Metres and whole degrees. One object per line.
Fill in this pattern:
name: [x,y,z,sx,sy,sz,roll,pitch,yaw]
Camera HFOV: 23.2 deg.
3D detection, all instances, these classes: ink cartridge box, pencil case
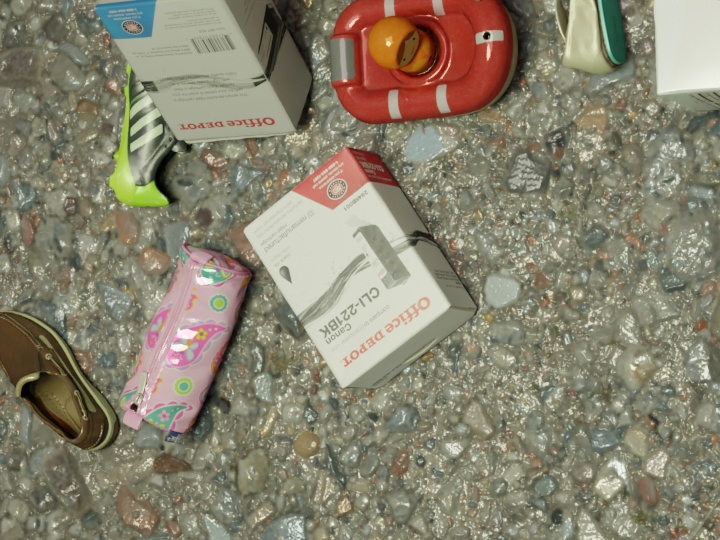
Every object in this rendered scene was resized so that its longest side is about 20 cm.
ink cartridge box: [0.000,0.000,1.763,0.144,0.084,0.200,-38,74,17]
ink cartridge box: [-0.155,-0.228,1.775,0.144,0.200,0.084,-2,52,24]
pencil case: [-0.185,0.074,1.844,0.087,0.087,0.201,27,98,22]

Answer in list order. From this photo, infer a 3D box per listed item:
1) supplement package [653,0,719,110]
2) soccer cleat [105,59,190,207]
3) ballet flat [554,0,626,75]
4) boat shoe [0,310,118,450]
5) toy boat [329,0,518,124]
supplement package: [0.377,-0.230,1.566,0.199,0.151,0.152,-2,88,24]
soccer cleat: [-0.218,-0.166,1.885,0.081,0.068,0.201,9,93,6]
ballet flat: [0.215,-0.288,1.691,0.069,0.069,0.201,-2,87,24]
boat shoe: [-0.349,0.115,1.920,0.202,0.075,0.075,41,104,20]
toy boat: [0.051,-0.217,1.722,0.199,0.131,0.131,-5,87,24]
